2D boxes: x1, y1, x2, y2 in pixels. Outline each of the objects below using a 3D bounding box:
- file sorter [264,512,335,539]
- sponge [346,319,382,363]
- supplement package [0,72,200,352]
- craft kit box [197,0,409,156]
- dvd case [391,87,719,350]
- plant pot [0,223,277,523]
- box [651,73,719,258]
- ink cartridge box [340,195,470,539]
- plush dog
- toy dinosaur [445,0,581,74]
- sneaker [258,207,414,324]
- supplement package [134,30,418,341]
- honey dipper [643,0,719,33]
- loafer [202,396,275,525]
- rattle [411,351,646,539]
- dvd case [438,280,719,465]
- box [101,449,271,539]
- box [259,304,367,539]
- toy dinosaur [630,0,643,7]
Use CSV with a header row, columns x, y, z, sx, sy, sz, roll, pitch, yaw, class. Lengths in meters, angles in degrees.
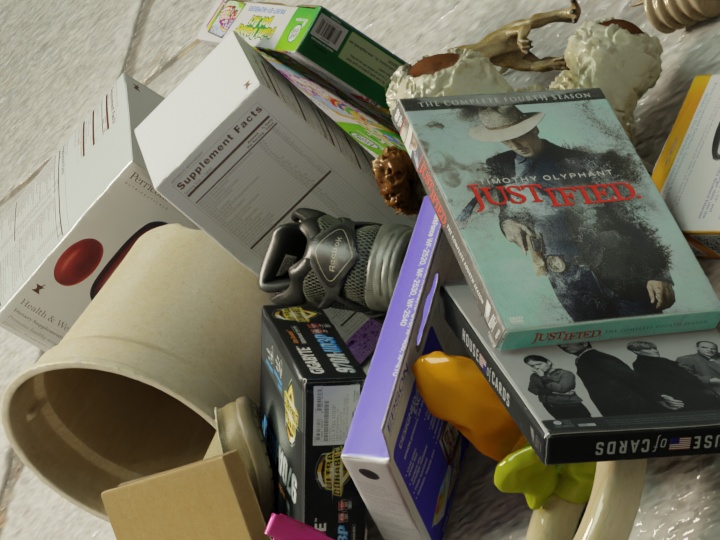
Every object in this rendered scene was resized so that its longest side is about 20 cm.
x,y,z,sx,sy,sz,roll,pitch,yaw,class
-0.011,0.227,1.229,0.200,0.139,0.125,103,-170,-83,file sorter
-0.043,0.067,1.657,0.200,0.030,0.112,-48,28,19,sponge
-0.184,-0.019,1.809,0.200,0.191,0.147,-47,29,22,supplement package
-0.004,-0.141,1.624,0.049,0.200,0.198,-60,26,-3,craft kit box
0.117,-0.036,1.284,0.022,0.146,0.200,105,152,-43,dvd case
-0.147,0.071,1.614,0.200,0.200,0.184,-29,28,44,plant pot
0.257,-0.066,1.278,0.200,0.041,0.119,4,65,58,box
0.040,0.058,1.363,0.043,0.200,0.198,9,61,17,ink cartridge box
0.106,-0.077,1.451,0.172,0.200,0.161,170,86,-71,plush dog
0.115,-0.167,1.556,0.101,0.058,0.200,-4,8,17,toy dinosaur
0.000,0.000,1.474,0.199,0.114,0.076,22,-99,-73,sneaker
-0.054,-0.061,1.558,0.114,0.200,0.110,-43,29,9,supplement package
0.273,-0.204,1.403,0.200,0.038,0.038,-18,46,49,honey dipper
-0.100,0.177,1.493,0.076,0.067,0.200,-108,19,-54,loafer
0.086,0.158,1.213,0.130,0.143,0.200,-19,46,56,rattle
0.145,0.053,1.232,0.200,0.150,0.025,-122,33,-62,dvd case
-0.099,0.231,1.439,0.163,0.021,0.200,-21,88,50,box
-0.034,0.122,1.444,0.200,0.046,0.159,-128,38,-72,box
0.271,-0.266,1.469,0.200,0.060,0.106,-59,-1,-8,toy dinosaur
